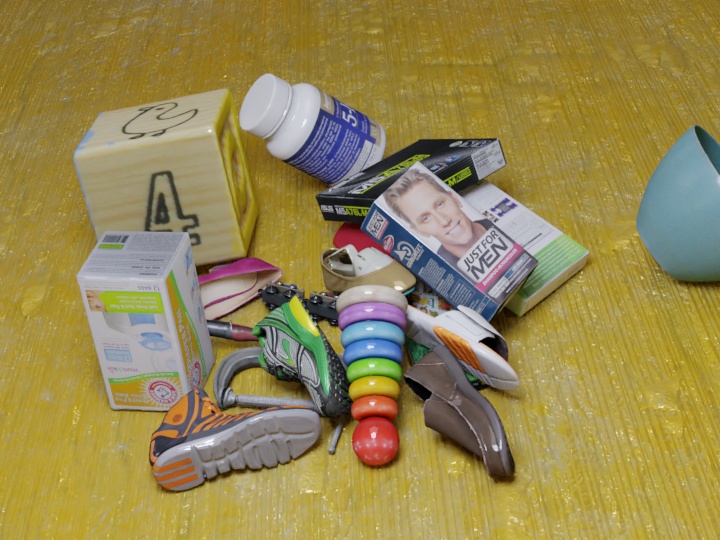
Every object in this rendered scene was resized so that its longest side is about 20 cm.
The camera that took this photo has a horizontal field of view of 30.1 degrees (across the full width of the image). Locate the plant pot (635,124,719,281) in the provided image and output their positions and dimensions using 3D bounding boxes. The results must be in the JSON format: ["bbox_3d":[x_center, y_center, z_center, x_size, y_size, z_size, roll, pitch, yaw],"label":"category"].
[{"bbox_3d":[0.430,-0.063,1.690,0.135,0.200,0.201,-39,25,23],"label":"plant pot"}]

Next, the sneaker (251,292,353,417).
[{"bbox_3d":[-0.068,0.114,1.587,0.085,0.078,0.200,-33,37,-3],"label":"sneaker"}]

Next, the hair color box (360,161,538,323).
[{"bbox_3d":[0.110,-0.032,1.647,0.200,0.061,0.100,40,53,9],"label":"hair color box"}]

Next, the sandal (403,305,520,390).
[{"bbox_3d":[0.114,0.068,1.574,0.206,0.079,0.059,30,69,36],"label":"sandal"}]

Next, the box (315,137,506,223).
[{"bbox_3d":[0.068,-0.124,1.830,0.199,0.048,0.193,-30,21,-26],"label":"box"}]

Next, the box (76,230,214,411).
[{"bbox_3d":[-0.255,0.063,1.613,0.112,0.201,0.102,2,35,12],"label":"box"}]

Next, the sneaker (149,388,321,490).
[{"bbox_3d":[-0.148,0.173,1.533,0.199,0.078,0.112,-13,34,-7],"label":"sneaker"}]

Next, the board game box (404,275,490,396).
[{"bbox_3d":[0.102,0.075,1.648,0.104,0.024,0.201,-12,42,-8],"label":"board game box"}]

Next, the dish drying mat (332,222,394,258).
[{"bbox_3d":[0.020,-0.031,1.810,0.077,0.018,0.200,-46,30,0],"label":"dish drying mat"}]

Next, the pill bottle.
[{"bbox_3d":[-0.072,-0.205,1.964,0.199,0.120,0.120,25,17,-31],"label":"pill bottle"}]

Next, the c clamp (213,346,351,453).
[{"bbox_3d":[-0.094,0.143,1.613,0.199,0.027,0.171,6,36,21],"label":"c clamp"}]

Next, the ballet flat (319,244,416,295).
[{"bbox_3d":[0.000,0.000,1.691,0.068,0.063,0.200,-28,14,-26],"label":"ballet flat"}]

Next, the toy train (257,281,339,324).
[{"bbox_3d":[-0.044,0.045,1.742,0.199,0.034,0.046,12,27,24],"label":"toy train"}]

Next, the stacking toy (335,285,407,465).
[{"bbox_3d":[0.013,0.122,1.521,0.085,0.085,0.201,-3,65,8],"label":"stacking toy"}]

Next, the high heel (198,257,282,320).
[{"bbox_3d":[-0.186,0.040,1.758,0.095,0.068,0.200,-2,19,30],"label":"high heel"}]

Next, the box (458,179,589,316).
[{"bbox_3d":[0.180,-0.037,1.760,0.200,0.036,0.144,37,49,26],"label":"box"}]

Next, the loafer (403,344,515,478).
[{"bbox_3d":[0.108,0.167,1.495,0.071,0.073,0.200,-27,38,-7],"label":"loafer"}]

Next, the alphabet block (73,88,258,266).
[{"bbox_3d":[-0.265,-0.122,1.869,0.198,0.198,0.196,-10,25,5],"label":"alphabet block"}]

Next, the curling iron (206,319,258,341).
[{"bbox_3d":[-0.158,0.073,1.689,0.198,0.050,0.026,9,66,2],"label":"curling iron"}]
